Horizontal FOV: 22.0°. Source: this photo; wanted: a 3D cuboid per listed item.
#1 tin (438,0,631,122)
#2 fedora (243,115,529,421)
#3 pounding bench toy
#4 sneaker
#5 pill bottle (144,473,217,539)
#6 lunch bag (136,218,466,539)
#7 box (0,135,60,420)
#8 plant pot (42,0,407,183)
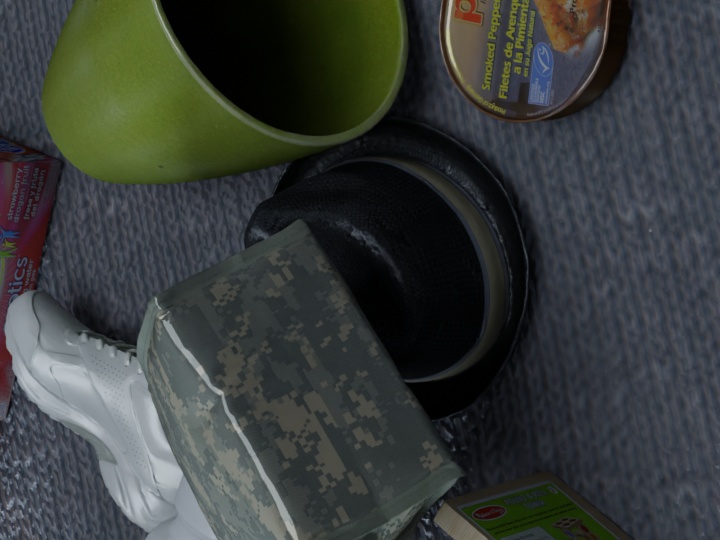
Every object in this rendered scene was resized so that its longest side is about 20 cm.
[{"bbox_3d":[0.104,-0.185,1.059,0.111,0.042,0.202,11,98,29],"label":"tin"},{"bbox_3d":[0.000,0.000,1.104,0.199,0.091,0.203,2,94,33],"label":"fedora"},{"bbox_3d":[0.066,0.221,1.009,0.124,0.199,0.157,38,111,26],"label":"pounding bench toy"},{"bbox_3d":[-0.153,0.076,1.234,0.200,0.078,0.099,47,109,13],"label":"sneaker"},{"bbox_3d":[-0.096,0.226,1.168,0.115,0.115,0.202,27,108,30],"label":"pill bottle"},{"bbox_3d":[-0.043,0.094,1.018,0.165,0.117,0.200,58,158,13],"label":"lunch bag"},{"bbox_3d":[-0.295,0.002,1.302,0.099,0.095,0.202,22,105,30],"label":"box"},{"bbox_3d":[-0.104,-0.130,1.127,0.199,0.186,0.189,-27,78,47],"label":"plant pot"}]
